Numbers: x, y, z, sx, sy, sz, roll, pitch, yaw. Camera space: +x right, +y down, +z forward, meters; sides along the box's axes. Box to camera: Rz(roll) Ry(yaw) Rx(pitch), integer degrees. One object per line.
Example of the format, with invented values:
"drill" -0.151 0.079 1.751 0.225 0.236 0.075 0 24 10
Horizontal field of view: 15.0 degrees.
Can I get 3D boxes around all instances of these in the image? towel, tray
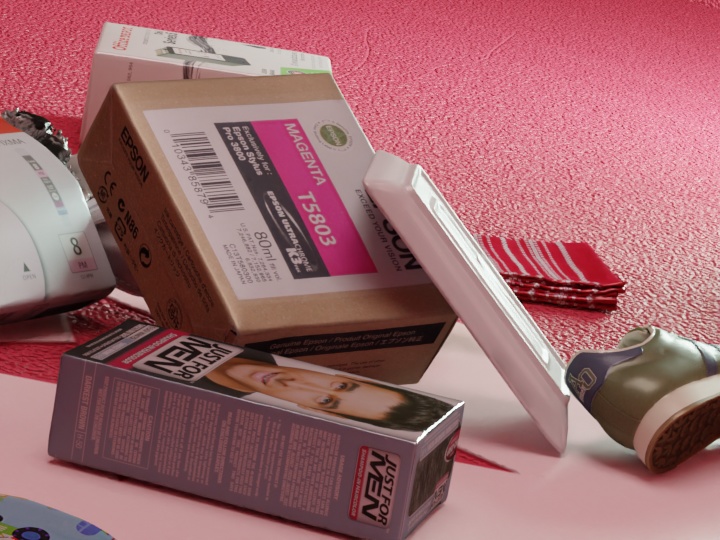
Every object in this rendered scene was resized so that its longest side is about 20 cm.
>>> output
"towel" 0.087 -0.009 2.011 0.199 0.023 0.145 7 13 -9
"tray" 0.071 0.012 1.635 0.200 0.022 0.107 54 11 -8

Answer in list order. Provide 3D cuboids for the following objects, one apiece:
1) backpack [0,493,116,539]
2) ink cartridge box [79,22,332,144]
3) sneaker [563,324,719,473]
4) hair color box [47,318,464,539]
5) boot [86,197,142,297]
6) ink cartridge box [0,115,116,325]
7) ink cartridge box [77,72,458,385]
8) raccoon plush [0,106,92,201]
"backpack" -0.188 0.157 0.919 0.182 0.135 0.200 16 18 27
"ink cartridge box" -0.126 -0.141 2.262 0.199 0.085 0.146 8 14 -5
"sneaker" 0.199 0.062 1.667 0.090 0.067 0.200 36 28 26
"hair color box" -0.055 0.084 1.454 0.199 0.061 0.099 14 14 14
"boot" -0.092 0.004 1.716 0.199 0.074 0.096 13 15 -1
"ink cartridge box" -0.246 -0.063 1.669 0.057 0.201 0.162 -22 -6 34
"ink cartridge box" -0.056 -0.022 1.642 0.164 0.075 0.201 -7 53 -34
"raccoon plush" -0.264 -0.048 1.809 0.199 0.097 0.134 -4 -7 -9
